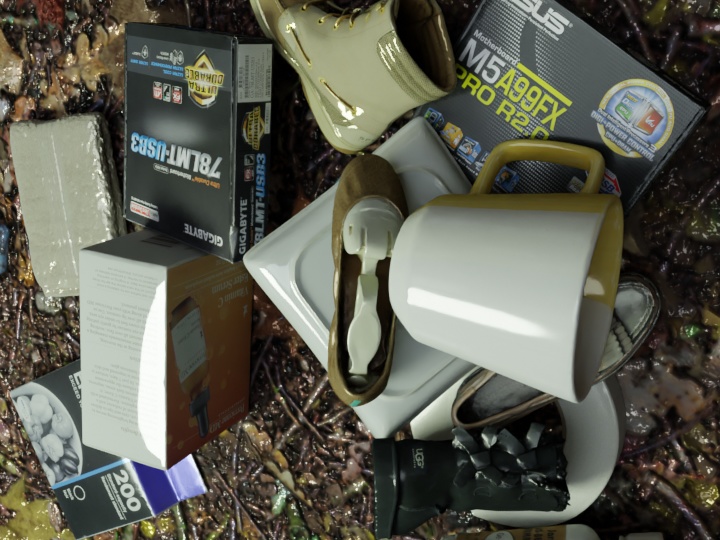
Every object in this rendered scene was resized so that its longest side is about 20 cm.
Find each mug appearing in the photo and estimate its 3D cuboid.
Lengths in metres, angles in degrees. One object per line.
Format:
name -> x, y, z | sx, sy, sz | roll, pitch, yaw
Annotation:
mug -> 0.113, 0.000, 0.722 | 0.151, 0.187, 0.151 | 10, 121, 24

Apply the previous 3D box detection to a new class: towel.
towel -> -0.317, -0.070, 1.046 | 0.131, 0.034, 0.203 | -2, 101, 26

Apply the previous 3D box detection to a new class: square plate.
square plate -> 0.035, 0.009, 0.794 | 0.197, 0.028, 0.201 | -38, 94, 0

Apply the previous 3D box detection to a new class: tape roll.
tape roll -> 0.139, 0.134, 0.863 | 0.200, 0.037, 0.206 | 7, 105, 25

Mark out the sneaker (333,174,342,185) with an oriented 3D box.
sneaker -> 0.020, -0.002, 0.864 | 0.090, 0.077, 0.203 | -7, 93, 60

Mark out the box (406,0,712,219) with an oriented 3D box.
box -> 0.157, -0.127, 0.782 | 0.199, 0.044, 0.161 | 40, 118, 13

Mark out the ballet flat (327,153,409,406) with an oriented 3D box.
ballet flat -> 0.005, 0.009, 0.742 | 0.067, 0.072, 0.203 | 7, 92, -4

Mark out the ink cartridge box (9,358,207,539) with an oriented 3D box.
ink cartridge box -> -0.295, 0.198, 1.098 | 0.198, 0.043, 0.200 | -24, 91, 28

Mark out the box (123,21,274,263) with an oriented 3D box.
box -> -0.160, -0.128, 0.905 | 0.199, 0.049, 0.202 | 21, 112, 44

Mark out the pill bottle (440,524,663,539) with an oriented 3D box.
pill bottle -> 0.170, 0.284, 0.830 | 0.197, 0.114, 0.116 | -9, 99, 15

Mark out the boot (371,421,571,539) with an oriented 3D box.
boot -> 0.090, 0.186, 0.823 | 0.160, 0.199, 0.074 | -1, 64, 0

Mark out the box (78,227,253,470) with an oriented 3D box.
box -> -0.190, 0.068, 0.948 | 0.105, 0.152, 0.203 | 11, 108, 23

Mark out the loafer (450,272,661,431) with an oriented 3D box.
loafer -> 0.159, 0.075, 0.779 | 0.199, 0.063, 0.072 | -37, 81, 19

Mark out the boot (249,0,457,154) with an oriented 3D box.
boot -> -0.010, -0.212, 0.798 | 0.155, 0.072, 0.202 | -21, 96, 55
